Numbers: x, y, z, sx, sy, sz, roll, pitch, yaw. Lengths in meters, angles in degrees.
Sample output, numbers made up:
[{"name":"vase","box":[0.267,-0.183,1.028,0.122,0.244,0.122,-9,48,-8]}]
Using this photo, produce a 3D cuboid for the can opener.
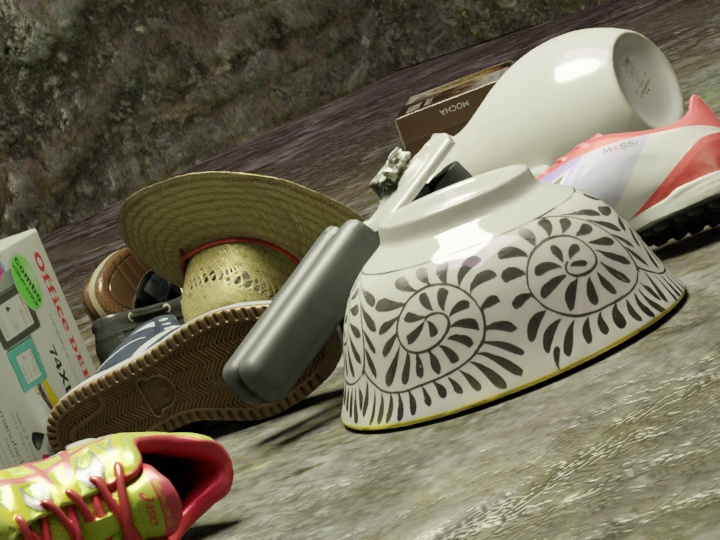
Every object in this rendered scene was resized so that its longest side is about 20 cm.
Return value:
[{"name":"can opener","box":[0.000,0.000,1.254,0.200,0.066,0.053,-49,12,-23]}]

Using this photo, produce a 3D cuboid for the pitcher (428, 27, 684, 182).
[{"name":"pitcher","box":[0.123,-0.077,1.564,0.199,0.121,0.172,-29,22,39]}]

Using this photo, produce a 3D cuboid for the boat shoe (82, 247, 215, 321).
[{"name":"boat shoe","box":[-0.188,0.020,1.909,0.075,0.075,0.202,-33,-5,28]}]

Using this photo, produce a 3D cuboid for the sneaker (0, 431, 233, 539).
[{"name":"sneaker","box":[-0.130,0.115,1.019,0.090,0.079,0.200,-14,10,32]}]

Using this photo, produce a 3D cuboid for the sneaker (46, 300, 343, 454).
[{"name":"sneaker","box":[-0.090,0.055,1.346,0.199,0.070,0.109,-22,9,21]}]

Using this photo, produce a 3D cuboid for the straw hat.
[{"name":"straw hat","box":[-0.081,0.019,1.487,0.200,0.201,0.086,-15,53,41]}]

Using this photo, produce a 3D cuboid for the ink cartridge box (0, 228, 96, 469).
[{"name":"ink cartridge box","box":[-0.267,0.081,1.372,0.145,0.148,0.200,-20,8,15]}]

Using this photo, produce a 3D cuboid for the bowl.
[{"name":"bowl","box":[0.065,0.002,1.187,0.200,0.095,0.201,-22,7,3]}]

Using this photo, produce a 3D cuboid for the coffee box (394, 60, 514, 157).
[{"name":"coffee box","box":[0.103,-0.137,2.087,0.112,0.080,0.200,-19,8,9]}]

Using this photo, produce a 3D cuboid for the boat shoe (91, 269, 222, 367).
[{"name":"boat shoe","box":[-0.149,0.031,1.686,0.070,0.067,0.200,-17,9,29]}]

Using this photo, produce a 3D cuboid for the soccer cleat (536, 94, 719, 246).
[{"name":"soccer cleat","box":[0.129,-0.039,1.311,0.199,0.074,0.068,-20,-17,3]}]
